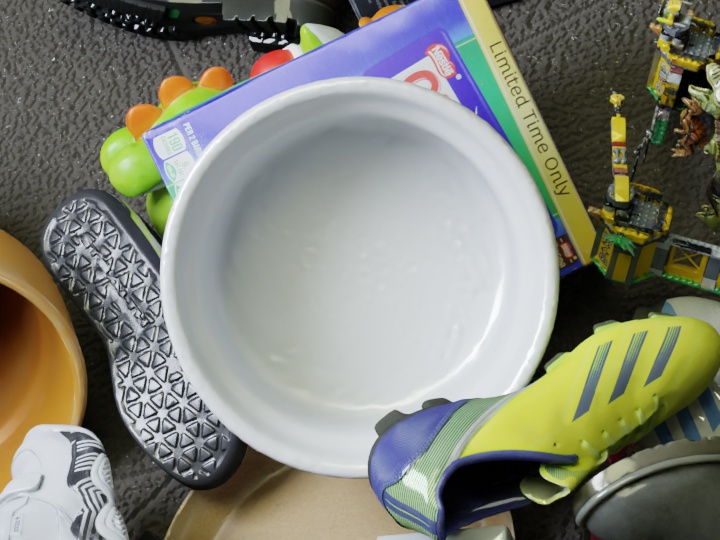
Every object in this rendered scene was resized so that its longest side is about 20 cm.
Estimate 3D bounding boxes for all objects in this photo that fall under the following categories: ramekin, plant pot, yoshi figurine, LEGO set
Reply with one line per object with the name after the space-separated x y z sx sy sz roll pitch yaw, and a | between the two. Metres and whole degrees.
0.000 0.000 1.501 0.199 0.098 0.201 0 95 1 | ramekin
-0.266 0.023 1.632 0.200 0.201 0.184 -26 39 2 | plant pot
-0.048 -0.071 1.680 0.199 0.112 0.112 -19 88 -8 | yoshi figurine
0.205 -0.079 1.532 0.153 0.116 0.200 23 52 11 | LEGO set
-0.012 0.164 1.544 0.199 0.028 0.201 -8 57 13 | plant pot

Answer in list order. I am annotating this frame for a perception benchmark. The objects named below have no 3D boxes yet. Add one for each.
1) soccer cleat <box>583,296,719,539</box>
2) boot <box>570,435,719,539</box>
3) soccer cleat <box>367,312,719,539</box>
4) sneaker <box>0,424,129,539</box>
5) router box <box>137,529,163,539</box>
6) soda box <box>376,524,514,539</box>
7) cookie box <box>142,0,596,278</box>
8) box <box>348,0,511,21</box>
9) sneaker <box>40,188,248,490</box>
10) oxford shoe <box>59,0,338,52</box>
0.168 0.102 1.495 0.086 0.070 0.201 6 63 16 | soccer cleat
0.206 0.179 1.393 0.181 0.073 0.201 -1 59 -25 | boot
0.100 0.081 1.426 0.199 0.065 0.084 -20 38 -21 | soccer cleat
-0.181 0.138 1.478 0.114 0.075 0.200 3 27 -18 | sneaker
-0.124 0.242 1.463 0.200 0.051 0.149 -52 29 -4 | router box
0.047 0.227 1.398 0.068 0.064 0.201 -7 64 11 | soda box
0.009 -0.041 1.586 0.199 0.075 0.172 -26 91 2 | cookie box
0.075 -0.244 1.723 0.199 0.104 0.148 -16 55 9 | box
-0.104 0.035 1.623 0.072 0.083 0.200 -36 63 14 | sneaker
-0.105 -0.184 1.759 0.199 0.073 0.085 8 77 12 | oxford shoe
